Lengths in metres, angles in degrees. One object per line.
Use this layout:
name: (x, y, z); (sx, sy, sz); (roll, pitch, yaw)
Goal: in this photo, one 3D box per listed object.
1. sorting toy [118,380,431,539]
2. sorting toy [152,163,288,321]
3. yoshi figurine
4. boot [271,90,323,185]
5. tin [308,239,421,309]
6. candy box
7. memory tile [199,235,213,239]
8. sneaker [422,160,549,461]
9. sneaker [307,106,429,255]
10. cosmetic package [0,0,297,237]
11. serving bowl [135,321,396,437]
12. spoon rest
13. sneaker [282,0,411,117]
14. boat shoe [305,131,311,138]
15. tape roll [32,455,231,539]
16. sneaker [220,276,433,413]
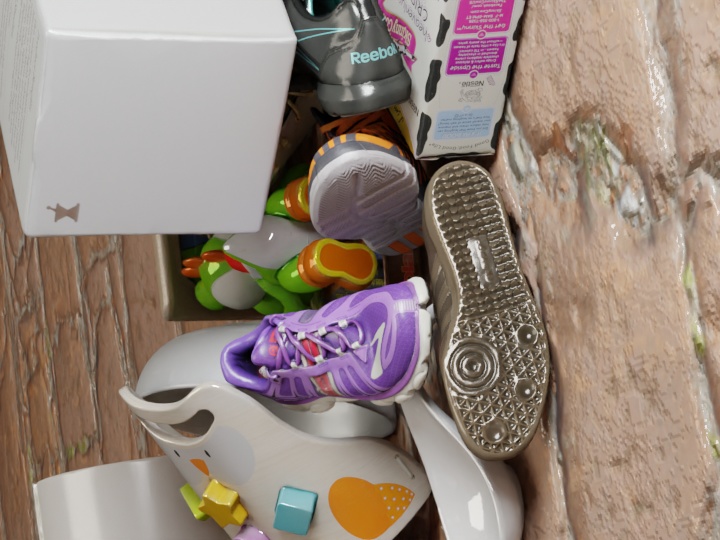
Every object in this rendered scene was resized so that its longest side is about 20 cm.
sorting toy: (-0.085, 0.139, 1.715); (0.199, 0.180, 0.107); (-6, 45, 51)
sorting toy: (-0.105, -0.053, 1.921); (0.036, 0.200, 0.186); (-11, 83, 32)
yoshi figurine: (-0.050, -0.011, 1.788); (0.112, 0.113, 0.200); (45, 149, -15)
boot: (-0.051, -0.141, 1.733); (0.155, 0.072, 0.200); (-55, -4, -26)
tin: (0.000, 0.000, 1.800); (0.200, 0.042, 0.113); (-178, 87, -71)
candy box: (0.055, -0.192, 1.554); (0.137, 0.061, 0.201); (-117, 28, -48)
memory tile: (-0.089, -0.129, 1.819); (0.201, 0.017, 0.153); (-65, -19, -11)
sneaker: (0.082, 0.031, 1.557); (0.076, 0.070, 0.201); (90, 174, -72)
sneaker: (-0.006, -0.082, 1.609); (0.113, 0.077, 0.200); (67, -172, 16)
cosmetic package: (-0.153, -0.147, 1.600); (0.201, 0.165, 0.168); (-110, 25, -46)
serving bowl: (-0.070, 0.080, 1.797); (0.200, 0.199, 0.066); (142, 134, -67)
spoon rest: (0.064, 0.115, 1.610); (0.099, 0.060, 0.201); (127, 135, -63)
sneaker: (-0.025, -0.157, 1.589); (0.200, 0.075, 0.080); (22, 129, 60)
boat shoe: (-0.103, -0.179, 1.902); (0.067, 0.057, 0.201); (31, 151, 58)
tape roll: (-0.187, 0.247, 2.152); (0.203, 0.201, 0.140); (147, 115, -68)
sneaker: (-0.024, 0.056, 1.601); (0.200, 0.083, 0.081); (-24, 64, 49)
